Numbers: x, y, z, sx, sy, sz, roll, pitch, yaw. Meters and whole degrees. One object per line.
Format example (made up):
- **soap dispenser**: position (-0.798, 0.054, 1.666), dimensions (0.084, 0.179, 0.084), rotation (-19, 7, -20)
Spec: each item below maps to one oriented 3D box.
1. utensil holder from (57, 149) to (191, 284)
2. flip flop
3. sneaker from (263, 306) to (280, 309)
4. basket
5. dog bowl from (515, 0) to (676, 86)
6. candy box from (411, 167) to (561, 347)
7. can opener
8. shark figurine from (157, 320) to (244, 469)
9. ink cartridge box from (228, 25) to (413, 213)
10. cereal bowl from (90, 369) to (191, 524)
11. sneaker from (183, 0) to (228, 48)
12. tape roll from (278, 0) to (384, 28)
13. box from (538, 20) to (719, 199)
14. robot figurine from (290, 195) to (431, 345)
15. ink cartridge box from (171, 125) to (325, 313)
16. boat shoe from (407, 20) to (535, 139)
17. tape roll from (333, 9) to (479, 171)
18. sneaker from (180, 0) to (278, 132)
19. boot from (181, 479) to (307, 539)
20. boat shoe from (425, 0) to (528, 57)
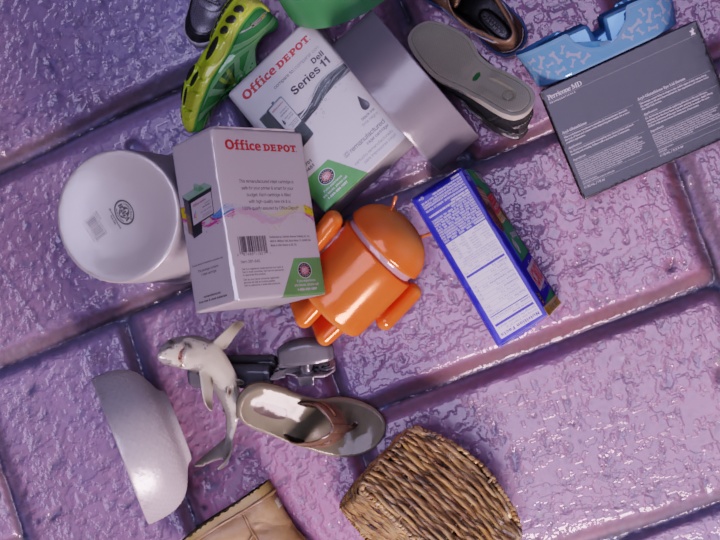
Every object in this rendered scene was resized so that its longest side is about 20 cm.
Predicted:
- **utensil holder**: position (-0.266, -0.066, 1.444), dimensions (0.167, 0.200, 0.173), rotation (0, 91, 10)
- **flip flop**: position (-0.061, 0.192, 1.456), dimensions (0.198, 0.058, 0.082), rotation (18, 95, -18)
- **sneaker**: position (-0.122, -0.050, 1.466), dimensions (0.077, 0.099, 0.203), rotation (-4, 90, 11)
- **basket**: position (0.092, 0.305, 1.451), dimensions (0.200, 0.149, 0.143), rotation (43, 65, 7)
- **dog bowl**: position (0.287, -0.281, 1.382), dimensions (0.198, 0.112, 0.050), rotation (-23, 101, 10)
- **candy box**: position (0.154, -0.019, 1.378), dimensions (0.077, 0.169, 0.202), rotation (-31, 86, 13)
- **can opener**: position (-0.128, 0.115, 1.490), dimensions (0.197, 0.053, 0.068), rotation (-1, 110, 11)
- **shark figurine**: position (-0.196, 0.143, 1.460), dimensions (0.089, 0.128, 0.216), rotation (11, 133, 34)
- **ink cartridge box**: position (-0.049, -0.194, 1.458), dimensions (0.146, 0.083, 0.200), rotation (-42, 83, 9)
- **cereal bowl**: position (-0.269, 0.214, 1.462), dimensions (0.082, 0.200, 0.202), rotation (-21, 87, -13)
- **sneaker**: position (-0.178, -0.383, 1.464), dimensions (0.075, 0.114, 0.201), rotation (33, 97, 9)
- **tape roll**: position (-0.015, -0.381, 1.401), dimensions (0.199, 0.202, 0.048), rotation (-28, 129, 10)
- **box**: position (0.332, -0.192, 1.381), dimensions (0.198, 0.079, 0.143), rotation (-23, 96, 10)
- **robot figurine**: position (0.001, 0.001, 1.437), dimensions (0.200, 0.117, 0.144), rotation (-45, 77, 9)
- **ink cartridge box**: position (-0.131, -0.060, 1.357), dimensions (0.083, 0.144, 0.203), rotation (-14, 83, 43)
- **boat shoe**: position (0.133, -0.236, 1.429), dimensions (0.072, 0.068, 0.200), rotation (-42, 66, -11)
- **tape roll**: position (0.055, -0.215, 1.377), dimensions (0.066, 0.200, 0.201), rotation (-40, 84, 8)
- **sneaker**: position (-0.170, -0.255, 1.481), dimensions (0.083, 0.074, 0.201), rotation (20, 117, -30)
- **boot**: position (-0.131, 0.400, 1.495), dimensions (0.174, 0.066, 0.201), rotation (-33, 86, 10)
- **boat shoe**: position (0.128, -0.347, 1.425), dimensions (0.199, 0.072, 0.073), rotation (40, 98, 9)
